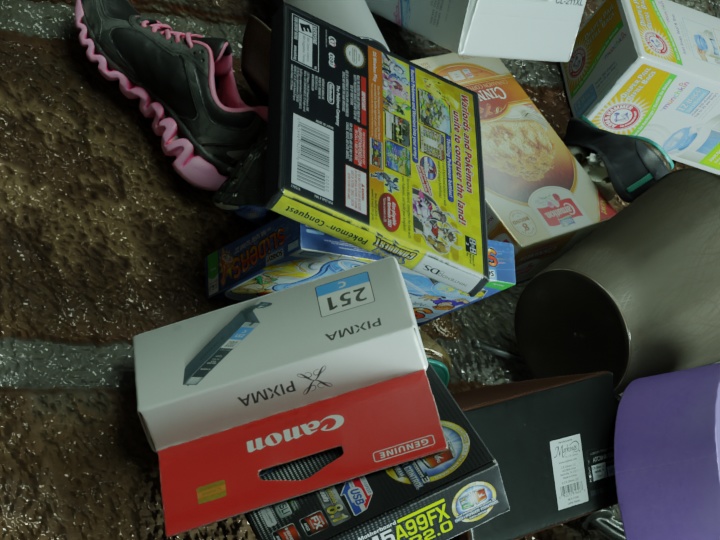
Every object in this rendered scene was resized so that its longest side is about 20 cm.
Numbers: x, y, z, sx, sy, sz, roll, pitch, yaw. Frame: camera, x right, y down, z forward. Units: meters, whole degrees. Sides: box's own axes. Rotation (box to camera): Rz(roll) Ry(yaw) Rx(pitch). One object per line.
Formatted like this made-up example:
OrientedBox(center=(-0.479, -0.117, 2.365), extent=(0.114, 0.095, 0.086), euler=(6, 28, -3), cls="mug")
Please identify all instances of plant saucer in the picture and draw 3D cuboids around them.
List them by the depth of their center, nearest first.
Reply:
OrientedBox(center=(-0.038, -0.115, 1.676), extent=(0.201, 0.037, 0.200), euler=(50, -4, 4), cls="plant saucer")

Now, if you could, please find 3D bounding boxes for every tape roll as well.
OrientedBox(center=(0.272, 0.175, 1.617), extent=(0.200, 0.084, 0.202), euler=(36, 48, -54), cls="tape roll")

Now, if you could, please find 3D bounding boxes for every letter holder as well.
OrientedBox(center=(0.084, 0.144, 1.565), extent=(0.199, 0.141, 0.102), euler=(-9, 91, -49), cls="letter holder")

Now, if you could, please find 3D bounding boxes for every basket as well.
OrientedBox(center=(0.227, 0.027, 1.731), extent=(0.135, 0.182, 0.199), euler=(21, 29, 33), cls="basket")

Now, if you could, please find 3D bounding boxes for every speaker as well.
OrientedBox(center=(-0.039, -0.234, 1.804), extent=(0.081, 0.081, 0.201), euler=(10, 41, -33), cls="speaker")

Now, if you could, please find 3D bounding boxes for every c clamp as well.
OrientedBox(center=(0.183, 0.148, 1.692), extent=(0.170, 0.027, 0.201), euler=(10, 44, -42), cls="c clamp")

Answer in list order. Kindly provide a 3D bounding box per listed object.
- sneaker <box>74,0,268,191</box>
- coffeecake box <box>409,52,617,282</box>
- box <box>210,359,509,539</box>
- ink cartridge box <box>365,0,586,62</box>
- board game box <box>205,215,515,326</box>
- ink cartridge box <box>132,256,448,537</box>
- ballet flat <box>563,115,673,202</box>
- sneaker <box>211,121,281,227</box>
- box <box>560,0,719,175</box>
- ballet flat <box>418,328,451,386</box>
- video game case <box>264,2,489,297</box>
OrientedBox(center=(-0.143, -0.162, 1.647), extent=(0.200, 0.095, 0.079), euler=(50, 26, 10), cls="sneaker")
OrientedBox(center=(0.107, -0.090, 1.815), extent=(0.153, 0.073, 0.201), euler=(-17, 66, -49), cls="coffeecake box")
OrientedBox(center=(-0.010, 0.123, 1.411), extent=(0.159, 0.045, 0.200), euler=(-24, 36, -7), cls="box")
OrientedBox(center=(0.086, -0.259, 1.881), extent=(0.145, 0.084, 0.200), euler=(-1, 24, -41), cls="ink cartridge box")
OrientedBox(center=(0.000, 0.000, 1.587), extent=(0.198, 0.135, 0.035), euler=(9, 69, -33), cls="board game box")
OrientedBox(center=(-0.052, 0.080, 1.411), extent=(0.177, 0.198, 0.045), euler=(-105, 177, -56), cls="ink cartridge box")
OrientedBox(center=(0.217, -0.097, 1.894), extent=(0.073, 0.074, 0.200), euler=(26, 3, -18), cls="ballet flat")
OrientedBox(center=(-0.052, -0.060, 1.593), extent=(0.089, 0.079, 0.200), euler=(38, 8, 3), cls="sneaker")
OrientedBox(center=(0.308, -0.184, 2.043), extent=(0.198, 0.113, 0.102), euler=(15, 46, -29), cls="box")
OrientedBox(center=(-0.026, 0.053, 1.571), extent=(0.198, 0.068, 0.073), euler=(8, 29, -21), cls="ballet flat")
OrientedBox(center=(0.013, -0.091, 1.552), extent=(0.179, 0.026, 0.201), euler=(22, 43, -23), cls="video game case")
